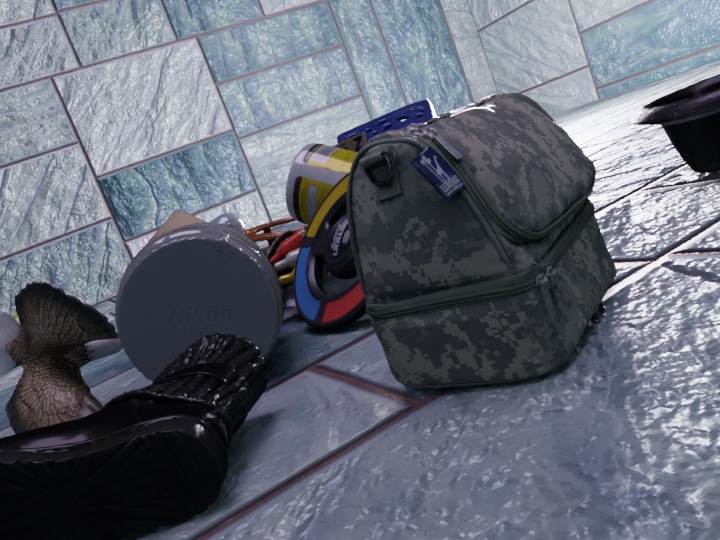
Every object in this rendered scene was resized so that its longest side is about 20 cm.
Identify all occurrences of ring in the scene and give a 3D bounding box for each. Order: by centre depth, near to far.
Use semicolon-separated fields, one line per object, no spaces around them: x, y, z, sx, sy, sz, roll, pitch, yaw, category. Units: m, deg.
-0.100;-0.065;1.015;0.198;0.019;0.201;-11;12;2;ring

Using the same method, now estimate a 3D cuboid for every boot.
-0.172;0.118;0.463;0.209;0.080;0.158;-10;17;3;boot

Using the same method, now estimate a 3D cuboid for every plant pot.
0.076;-0.177;1.218;0.198;0.201;0.180;-20;21;5;plant pot

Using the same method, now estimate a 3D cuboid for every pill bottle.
0.010;-0.095;0.876;0.198;0.112;0.111;17;25;21;pill bottle

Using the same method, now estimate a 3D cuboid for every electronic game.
-0.012;-0.030;0.732;0.199;0.041;0.201;-34;43;38;electronic game

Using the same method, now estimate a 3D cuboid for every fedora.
0.401;-0.164;0.729;0.199;0.092;0.201;-21;9;3;fedora

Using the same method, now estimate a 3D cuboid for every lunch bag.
0.084;-0.032;0.469;0.139;0.169;0.200;-14;12;38;lunch bag

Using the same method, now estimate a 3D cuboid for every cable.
-0.127;0.006;0.837;0.199;0.098;0.050;-27;-30;-6;cable

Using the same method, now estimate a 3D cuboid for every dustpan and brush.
0.000;0.000;0.876;0.199;0.058;0.140;-28;21;1;dustpan and brush

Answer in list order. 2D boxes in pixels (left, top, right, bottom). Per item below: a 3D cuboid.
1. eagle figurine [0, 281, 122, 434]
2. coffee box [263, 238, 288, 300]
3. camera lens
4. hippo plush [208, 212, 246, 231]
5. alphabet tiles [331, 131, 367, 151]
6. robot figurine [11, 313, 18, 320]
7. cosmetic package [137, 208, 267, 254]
-0.311;0.090;0.683;0.151;0.152;0.200;-42;15;-9;eagle figurine
-0.138;0.004;1.039;0.198;0.080;0.113;-20;9;9;coffee box
-0.163;0.033;0.688;0.159;0.161;0.200;-23;10;-8;camera lens
-0.253;-0.019;1.183;0.198;0.162;0.159;-21;9;5;hippo plush
-0.011;-0.123;1.121;0.165;0.202;0.006;-17;-10;37;alphabet tiles
-0.848;0.169;1.612;0.198;0.117;0.176;-18;12;17;robot figurine
-0.219;-0.006;0.952;0.199;0.071;0.106;22;68;35;cosmetic package
